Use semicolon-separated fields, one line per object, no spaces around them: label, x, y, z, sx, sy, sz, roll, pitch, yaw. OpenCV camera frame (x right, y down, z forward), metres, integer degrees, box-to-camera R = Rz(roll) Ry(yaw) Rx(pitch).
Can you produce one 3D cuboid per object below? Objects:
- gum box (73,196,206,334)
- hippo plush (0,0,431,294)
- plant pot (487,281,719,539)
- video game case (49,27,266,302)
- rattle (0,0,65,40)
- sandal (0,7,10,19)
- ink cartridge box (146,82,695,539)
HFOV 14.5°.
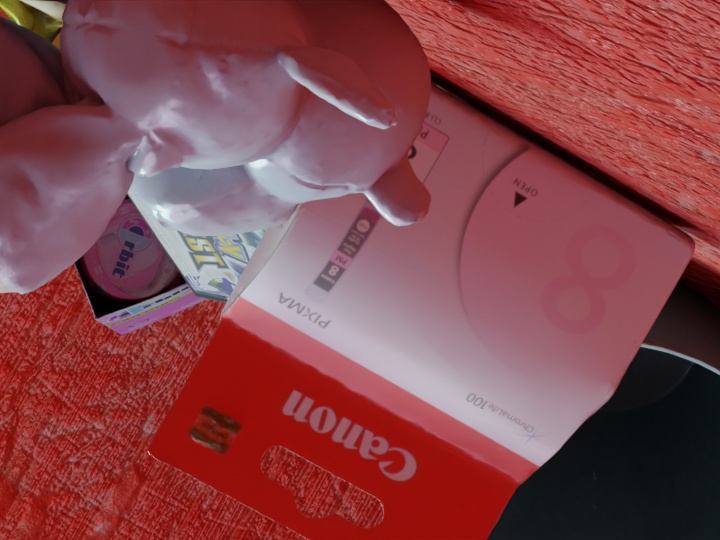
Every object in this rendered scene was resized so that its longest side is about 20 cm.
gum box;-0.155;-0.069;1.660;0.114;0.066;0.200;63;-176;-84
hippo plush;-0.051;-0.085;0.955;0.200;0.160;0.161;-22;168;30
plant pot;0.125;0.073;1.447;0.200;0.200;0.135;30;-145;-15
video game case;-0.054;-0.041;1.475;0.180;0.026;0.200;11;147;36
rattle;-0.244;-0.144;1.495;0.200;0.143;0.130;24;-162;-24
sandal;-0.237;-0.185;1.393;0.207;0.059;0.079;39;-156;-10
ink cartridge box;0.026;0.032;1.228;0.162;0.200;0.057;29;180;-13
